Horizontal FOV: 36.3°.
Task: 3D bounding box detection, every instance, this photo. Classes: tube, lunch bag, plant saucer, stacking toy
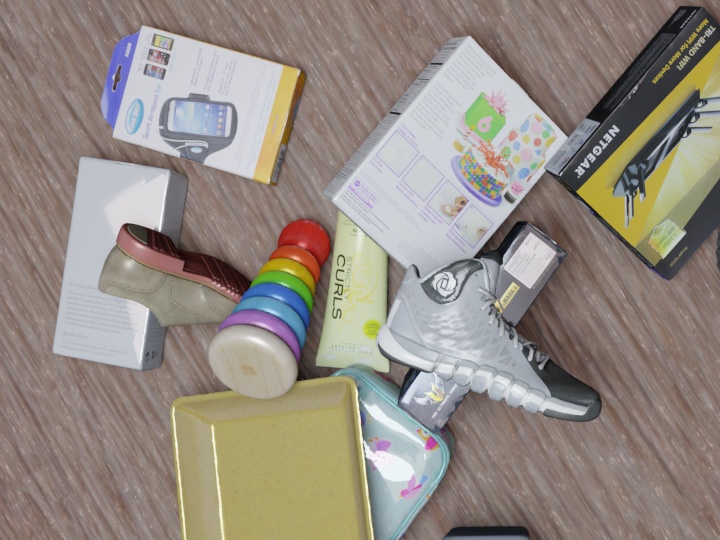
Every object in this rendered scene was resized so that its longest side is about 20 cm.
[{"bbox_3d":[0.000,0.000,1.104,0.058,0.051,0.204,12,100,46],"label":"tube"},{"bbox_3d":[-0.016,0.203,1.088,0.160,0.077,0.201,38,98,5],"label":"lunch bag"},{"bbox_3d":[-0.076,0.210,1.038,0.197,0.048,0.204,-9,83,19],"label":"plant saucer"},{"bbox_3d":[-0.076,0.022,1.051,0.084,0.202,0.086,9,135,10],"label":"stacking toy"}]

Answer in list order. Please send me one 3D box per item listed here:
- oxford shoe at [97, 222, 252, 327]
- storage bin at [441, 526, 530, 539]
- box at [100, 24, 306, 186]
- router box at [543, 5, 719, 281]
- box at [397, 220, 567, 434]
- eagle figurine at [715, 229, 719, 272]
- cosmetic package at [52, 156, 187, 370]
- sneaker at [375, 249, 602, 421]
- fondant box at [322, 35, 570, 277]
[{"bbox_3d":[-0.166,0.025,1.082,0.198,0.071,0.075,29,103,-29],"label":"oxford shoe"},{"bbox_3d":[0.129,0.310,1.020,0.143,0.200,0.137,-2,81,8],"label":"storage bin"},{"bbox_3d":[-0.165,-0.172,1.129,0.197,0.041,0.121,17,93,10],"label":"box"},{"bbox_3d":[0.296,-0.118,1.034,0.157,0.052,0.201,39,95,-15],"label":"router box"},{"bbox_3d":[0.111,0.048,1.031,0.051,0.158,0.201,36,96,3],"label":"box"},{"bbox_3d":[0.394,0.048,0.994,0.199,0.151,0.152,38,70,-21],"label":"eagle figurine"},{"bbox_3d":[-0.244,-0.007,1.124,0.100,0.074,0.204,10,90,7],"label":"cosmetic package"},{"bbox_3d":[0.119,0.046,0.916,0.197,0.075,0.117,19,91,5],"label":"sneaker"},{"bbox_3d":[0.082,-0.100,1.054,0.144,0.058,0.201,41,90,-16],"label":"fondant box"}]
